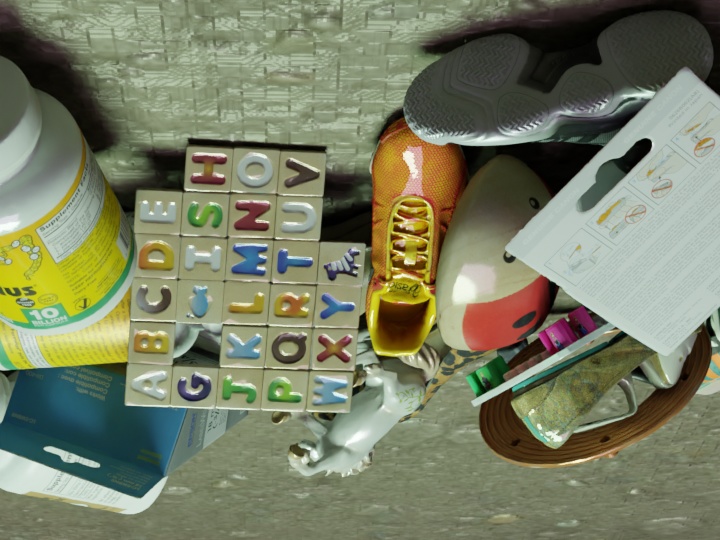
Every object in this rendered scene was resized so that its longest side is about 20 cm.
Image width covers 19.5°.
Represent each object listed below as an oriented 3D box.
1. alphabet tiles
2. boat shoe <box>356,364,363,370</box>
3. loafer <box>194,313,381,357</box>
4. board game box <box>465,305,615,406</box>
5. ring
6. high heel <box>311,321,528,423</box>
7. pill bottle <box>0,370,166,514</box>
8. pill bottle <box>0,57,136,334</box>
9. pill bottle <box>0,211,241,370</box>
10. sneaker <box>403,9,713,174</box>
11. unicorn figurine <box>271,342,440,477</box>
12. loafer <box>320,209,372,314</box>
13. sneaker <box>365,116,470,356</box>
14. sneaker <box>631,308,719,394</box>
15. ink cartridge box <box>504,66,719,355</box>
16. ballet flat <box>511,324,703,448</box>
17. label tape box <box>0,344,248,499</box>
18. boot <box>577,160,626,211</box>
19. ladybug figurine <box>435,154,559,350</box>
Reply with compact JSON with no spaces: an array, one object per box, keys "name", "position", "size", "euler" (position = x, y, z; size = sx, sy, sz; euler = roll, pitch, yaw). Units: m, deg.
[{"name":"alphabet tiles","position":[-0.081,0.008,1.503],"size":[0.167,0.200,0.008],"euler":[2,-160,-8]},{"name":"boat shoe","position":[-0.078,0.077,1.792],"size":[0.200,0.070,0.071],"euler":[-10,175,18]},{"name":"loafer","position":[-0.054,0.032,1.676],"size":[0.200,0.070,0.070],"euler":[2,153,-26]},{"name":"board game box","position":[0.187,0.027,1.549],"size":[0.200,0.026,0.200],"euler":[-29,176,-20]},{"name":"ring","position":[0.189,0.094,1.681],"size":[0.200,0.201,0.019],"euler":[-13,122,27]},{"name":"high heel","position":[0.037,0.071,1.746],"size":[0.200,0.072,0.143],"euler":[-21,159,8]},{"name":"pill bottle","position":[-0.277,0.147,1.879],"size":[0.200,0.115,0.114],"euler":[16,152,-34]},{"name":"pill bottle","position":[-0.227,-0.051,1.380],"size":[0.113,0.113,0.200],"euler":[-4,148,10]},{"name":"pill bottle","position":[-0.184,0.013,1.564],"size":[0.200,0.113,0.113],"euler":[-5,157,9]},{"name":"sneaker","position":[0.135,-0.100,1.344],"size":[0.200,0.076,0.114],"euler":[-10,153,16]},{"name":"unicorn figurine","position":[-0.010,0.123,1.712],"size":[0.200,0.074,0.137],"euler":[-32,152,26]},{"name":"loafer","position":[0.000,0.000,1.592],"size":[0.200,0.068,0.076],"euler":[-12,154,26]},{"name":"sneaker","position":[0.040,-0.022,1.478],"size":[0.073,0.077,0.200],"euler":[1,131,0]},{"name":"sneaker","position":[0.280,0.060,1.732],"size":[0.080,0.071,0.200],"euler":[1,159,-14]},{"name":"ink cartridge box","position":[0.192,-0.042,1.344],"size":[0.162,0.050,0.200],"euler":[-45,134,14]},{"name":"ballet flat","position":[0.205,0.074,1.605],"size":[0.200,0.071,0.071],"euler":[-29,167,-23]},{"name":"label tape box","position":[-0.185,0.096,1.638],"size":[0.144,0.063,0.200],"euler":[17,-161,15]},{"name":"boot","position":[0.240,-0.062,1.469],"size":[0.200,0.074,0.096],"euler":[-7,180,-1]},{"name":"ladybug figurine","position":[0.104,-0.005,1.487],"size":[0.072,0.136,0.200],"euler":[21,167,12]}]
